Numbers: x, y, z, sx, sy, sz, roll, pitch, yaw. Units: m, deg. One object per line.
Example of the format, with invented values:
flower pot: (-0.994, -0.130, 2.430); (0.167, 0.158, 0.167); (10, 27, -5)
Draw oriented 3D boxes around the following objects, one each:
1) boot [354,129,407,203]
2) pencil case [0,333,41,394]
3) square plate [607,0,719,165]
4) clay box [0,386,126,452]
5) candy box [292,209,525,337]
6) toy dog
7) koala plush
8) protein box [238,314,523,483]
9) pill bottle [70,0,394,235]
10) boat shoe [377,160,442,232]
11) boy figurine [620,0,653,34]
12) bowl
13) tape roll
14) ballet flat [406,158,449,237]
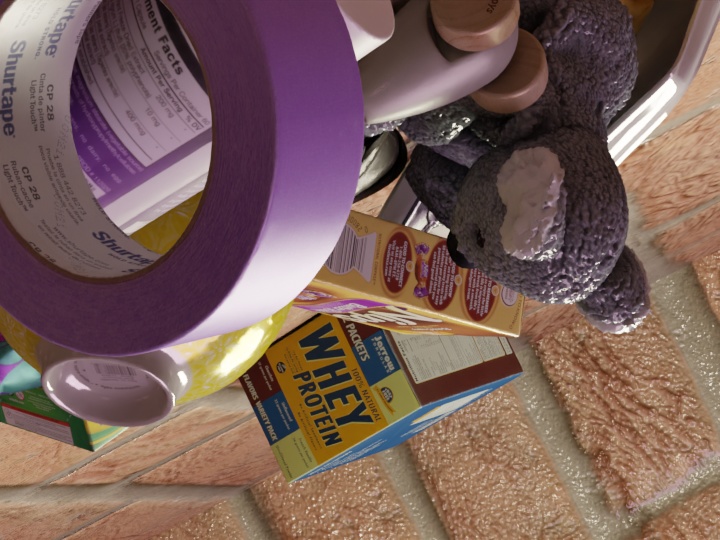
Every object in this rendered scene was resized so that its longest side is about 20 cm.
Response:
boot: (-0.051, -0.067, 1.566); (0.200, 0.069, 0.174); (-36, 169, 0)
pencil case: (-0.201, 0.033, 1.569); (0.200, 0.085, 0.092); (-20, 176, -9)
square plate: (0.190, -0.128, 1.595); (0.200, 0.028, 0.198); (-48, -171, 44)
clay box: (-0.163, 0.052, 1.669); (0.115, 0.048, 0.200); (13, -145, 40)
candy box: (0.000, 0.000, 1.524); (0.200, 0.057, 0.117); (14, 171, -40)
toy dog: (0.008, -0.128, 1.323); (0.200, 0.096, 0.132); (-11, 147, -16)
koala plush: (0.104, -0.064, 1.413); (0.184, 0.200, 0.177); (-29, 141, 13)
protein box: (0.021, 0.106, 2.434); (0.198, 0.135, 0.200); (-32, 169, 35)
pill bottle: (-0.087, -0.098, 1.138); (0.200, 0.112, 0.111); (-30, 170, 22)
boat shoe: (0.066, -0.063, 1.647); (0.200, 0.068, 0.072); (-57, -178, 22)
boy figurine: (0.146, -0.162, 1.526); (0.200, 0.065, 0.124); (-30, 152, 19)
bowl: (-0.139, 0.027, 1.377); (0.200, 0.108, 0.200); (6, 147, 4)
tape roll: (-0.097, -0.066, 1.012); (0.200, 0.200, 0.066); (-33, 168, 35)
ballet flat: (0.063, -0.075, 1.840); (0.069, 0.070, 0.200); (-23, 166, -18)
